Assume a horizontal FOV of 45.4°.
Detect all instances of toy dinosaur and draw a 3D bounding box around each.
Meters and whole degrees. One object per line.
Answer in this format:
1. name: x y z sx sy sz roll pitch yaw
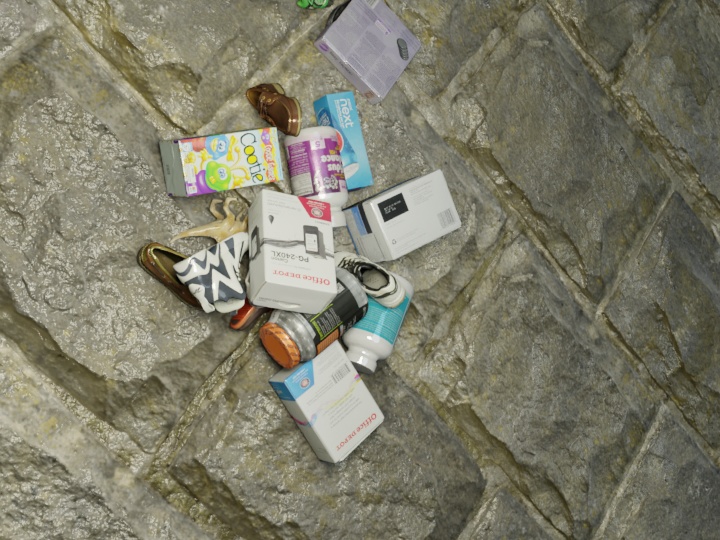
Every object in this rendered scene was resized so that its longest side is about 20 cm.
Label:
1. toy dinosaur: -0.260 -0.087 1.648 0.199 0.058 0.102 5 83 -31

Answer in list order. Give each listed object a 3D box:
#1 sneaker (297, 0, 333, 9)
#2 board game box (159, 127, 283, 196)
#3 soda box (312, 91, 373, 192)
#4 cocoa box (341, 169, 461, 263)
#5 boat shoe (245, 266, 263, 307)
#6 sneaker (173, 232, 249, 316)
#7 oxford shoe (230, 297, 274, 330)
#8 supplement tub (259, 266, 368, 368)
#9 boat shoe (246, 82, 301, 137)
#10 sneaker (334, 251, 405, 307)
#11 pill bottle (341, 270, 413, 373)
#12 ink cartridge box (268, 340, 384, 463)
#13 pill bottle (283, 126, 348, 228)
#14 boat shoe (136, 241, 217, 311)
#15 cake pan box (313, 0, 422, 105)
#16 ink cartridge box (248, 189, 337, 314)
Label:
1. sneaker: -0.118 -0.644 1.787 0.085 0.078 0.201 -22 96 -30
2. board game box: -0.261 -0.207 1.625 0.199 0.103 0.106 -15 103 -32
3. soda box: -0.036 -0.266 1.801 0.067 0.064 0.202 -14 91 -32
4. cocoa box: 0.085 -0.111 1.816 0.199 0.131 0.134 -27 99 -31
5. boat shoe: -0.172 -0.022 1.647 0.201 0.070 0.070 -66 153 -42
6. sneaker: -0.243 0.014 1.563 0.130 0.079 0.199 65 24 -6
7. oxford shoe: -0.170 0.057 1.680 0.200 0.071 0.073 -46 114 -26
8. supplement tub: -0.090 0.092 1.660 0.200 0.122 0.123 -38 104 -29
9. boat shoe: -0.167 -0.310 1.665 0.067 0.200 0.072 -3 120 -25
10. sneaker: 0.000 0.000 1.717 0.076 0.199 0.088 -60 151 -12
11. pill bottle: 0.030 0.107 1.770 0.110 0.111 0.201 31 69 -25
12. ink cartridge box: -0.065 0.258 1.710 0.144 0.084 0.201 -37 103 -29
13. pill bottle: -0.085 -0.181 1.733 0.112 0.112 0.202 -11 90 -31
14. boat shoe: -0.320 0.017 1.593 0.199 0.068 0.072 31 69 -25
15. cake pan box: 0.016 -0.494 1.868 0.200 0.052 0.185 41 64 -21
16. ink cartridge box: -0.126 -0.034 1.586 0.144 0.083 0.201 10 57 -26
